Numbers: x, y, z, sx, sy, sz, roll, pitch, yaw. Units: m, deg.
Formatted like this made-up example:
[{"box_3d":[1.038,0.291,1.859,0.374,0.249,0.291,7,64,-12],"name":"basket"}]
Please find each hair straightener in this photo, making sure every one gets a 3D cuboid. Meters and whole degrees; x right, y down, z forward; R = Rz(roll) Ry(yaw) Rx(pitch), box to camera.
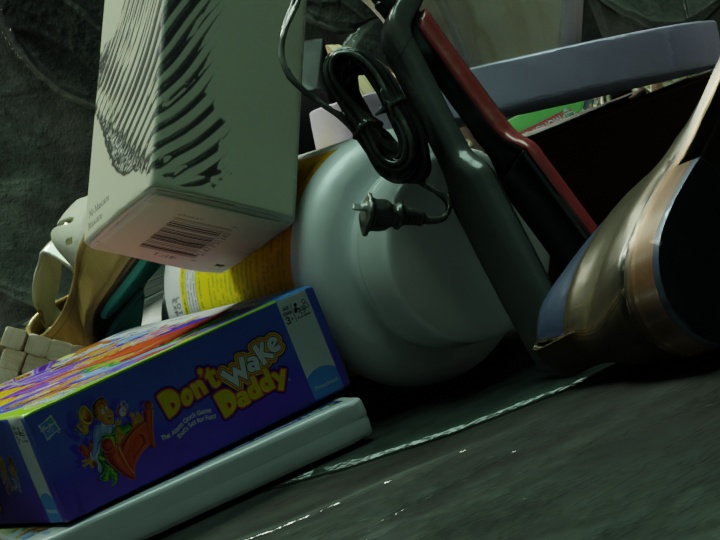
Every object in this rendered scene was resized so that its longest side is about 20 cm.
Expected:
[{"box_3d":[0.028,-0.047,0.853,0.077,0.200,0.041,-27,-10,-25],"name":"hair straightener"}]

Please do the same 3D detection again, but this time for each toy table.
[{"box_3d":[0.057,-0.127,0.988,0.199,0.118,0.184,-12,1,24],"name":"toy table"}]

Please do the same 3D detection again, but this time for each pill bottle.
[{"box_3d":[-0.002,-0.001,0.968,0.109,0.110,0.200,-24,6,-27],"name":"pill bottle"}]

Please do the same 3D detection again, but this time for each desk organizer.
[{"box_3d":[0.168,-0.056,1.024,0.199,0.077,0.072,-20,5,18],"name":"desk organizer"}]

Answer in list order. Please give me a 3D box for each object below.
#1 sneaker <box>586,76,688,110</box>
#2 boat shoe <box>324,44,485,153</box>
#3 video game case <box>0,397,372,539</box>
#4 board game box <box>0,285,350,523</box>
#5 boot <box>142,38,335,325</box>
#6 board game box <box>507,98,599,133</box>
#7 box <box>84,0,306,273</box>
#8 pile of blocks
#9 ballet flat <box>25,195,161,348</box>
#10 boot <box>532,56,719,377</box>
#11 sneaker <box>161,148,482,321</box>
[{"box_3d":[0.158,-0.073,1.279,0.070,0.076,0.200,-23,5,-21],"name":"sneaker"},{"box_3d":[0.041,-0.059,1.211,0.072,0.072,0.200,-15,43,-25],"name":"boat shoe"},{"box_3d":[-0.090,0.088,0.936,0.143,0.018,0.200,-23,4,-18],"name":"video game case"},{"box_3d":[-0.110,0.061,0.942,0.134,0.045,0.200,-24,5,-28],"name":"board game box"},{"box_3d":[-0.075,-0.023,1.163,0.164,0.066,0.200,-22,-35,-4],"name":"boot"},{"box_3d":[0.080,-0.050,1.351,0.200,0.029,0.135,-27,-16,-34],"name":"board game box"},{"box_3d":[-0.067,-0.107,0.944,0.068,0.201,0.082,12,-23,-25],"name":"box"},{"box_3d":[-0.188,0.094,1.168,0.200,0.082,0.062,-31,38,55],"name":"pile of blocks"},{"box_3d":[-0.133,0.000,1.108,0.069,0.063,0.200,-49,-6,-36],"name":"ballet flat"},{"box_3d":[0.132,-0.041,0.813,0.200,0.075,0.097,-51,12,-32],"name":"boot"},{"box_3d":[0.000,0.000,1.130,0.199,0.075,0.082,-21,-38,17],"name":"sneaker"}]
